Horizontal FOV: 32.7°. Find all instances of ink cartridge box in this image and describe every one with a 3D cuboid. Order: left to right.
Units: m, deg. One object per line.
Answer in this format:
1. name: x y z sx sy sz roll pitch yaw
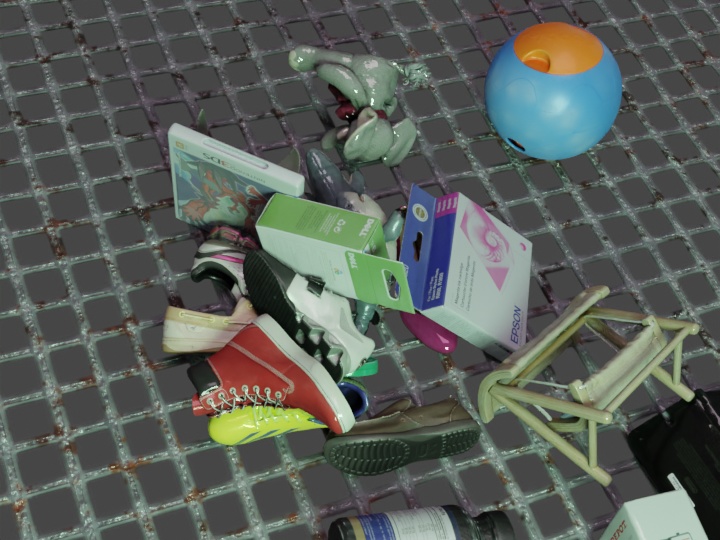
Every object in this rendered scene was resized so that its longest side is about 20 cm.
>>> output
1. ink cartridge box: -0.021 -0.021 1.502 0.200 0.104 0.059 14 55 22
2. ink cartridge box: 0.143 -0.003 1.629 0.200 0.043 0.196 32 48 -27
3. ink cartridge box: 0.347 0.369 1.380 0.083 0.147 0.200 -8 55 -15

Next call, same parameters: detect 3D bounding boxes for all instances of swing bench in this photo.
1. swing bench: 0.280 0.127 1.525 0.200 0.130 0.199 27 50 36

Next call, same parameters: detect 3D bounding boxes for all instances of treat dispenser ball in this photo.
1. treat dispenser ball: 0.283 -0.263 1.804 0.201 0.201 0.201 5 53 -7

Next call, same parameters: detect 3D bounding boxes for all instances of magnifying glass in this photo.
1. magnifying glass: -0.078 0.117 1.543 0.200 0.080 0.022 0 95 1

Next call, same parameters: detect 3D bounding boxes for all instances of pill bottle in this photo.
1. pill bottle: 0.070 0.324 1.381 0.200 0.112 0.112 -3 54 -14

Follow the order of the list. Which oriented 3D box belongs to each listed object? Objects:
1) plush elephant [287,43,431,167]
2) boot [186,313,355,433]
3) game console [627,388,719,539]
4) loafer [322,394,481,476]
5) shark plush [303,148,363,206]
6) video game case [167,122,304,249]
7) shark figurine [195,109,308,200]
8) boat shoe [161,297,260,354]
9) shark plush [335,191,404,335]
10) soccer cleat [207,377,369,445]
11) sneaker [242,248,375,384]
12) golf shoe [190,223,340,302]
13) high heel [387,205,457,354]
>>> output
1. plush elephant: 0.001 -0.225 1.766 0.200 0.165 0.155 10 84 34
2. boot: -0.111 0.151 1.424 0.144 0.072 0.200 -35 50 -20
3. game console: 0.468 0.260 1.565 0.176 0.116 0.200 -33 61 4
4. loafer: 0.045 0.199 1.505 0.200 0.073 0.071 -4 44 -20
5. shark plush: -0.031 -0.065 1.663 0.091 0.083 0.200 -13 70 3
6. video game case: -0.161 -0.093 1.590 0.182 0.200 0.023 23 61 8
7. shark figurine: -0.130 -0.139 1.654 0.214 0.090 0.128 36 12 -4
8. boat shoe: -0.150 0.068 1.543 0.200 0.074 0.069 -1 87 -11
9. shark plush: 0.000 0.000 1.587 0.083 0.091 0.200 7 90 -9
10. soccer cleat: -0.085 0.167 1.480 0.200 0.084 0.065 -10 93 -19
11. sneaker: -0.063 0.046 1.512 0.088 0.074 0.200 -30 74 -41
12. golf shoe: -0.125 0.018 1.601 0.200 0.073 0.092 22 58 12
13. high heel: 0.079 0.013 1.624 0.067 0.096 0.200 -18 59 -23
